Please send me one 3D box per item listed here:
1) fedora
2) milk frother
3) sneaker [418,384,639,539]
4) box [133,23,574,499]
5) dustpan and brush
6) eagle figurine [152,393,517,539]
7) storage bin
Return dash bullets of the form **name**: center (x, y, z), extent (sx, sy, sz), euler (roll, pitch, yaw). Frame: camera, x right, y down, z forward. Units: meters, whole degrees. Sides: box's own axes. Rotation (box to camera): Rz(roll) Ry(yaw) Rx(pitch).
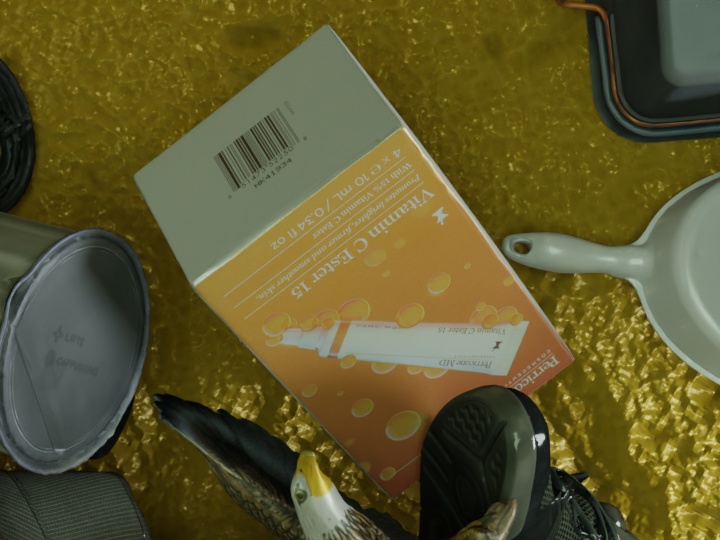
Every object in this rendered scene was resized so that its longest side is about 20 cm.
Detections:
- **fedora**: center (-0.152, 0.164, 1.017), extent (0.090, 0.201, 0.177), euler (-18, 47, -22)
- **milk frother**: center (-0.185, -0.016, 0.980), extent (0.187, 0.180, 0.202), euler (14, 85, 27)
- **sneaker**: center (0.091, 0.118, 1.011), extent (0.113, 0.201, 0.076), euler (-19, 49, -18)
- **box**: center (0.000, 0.000, 0.984), extent (0.124, 0.098, 0.200), euler (-37, 133, 3)
- **dustpan and brush**: center (0.177, -0.003, 1.057), extent (0.198, 0.057, 0.141), euler (9, 77, -9)
- **eagle figurine**: center (-0.025, 0.140, 0.938), extent (0.198, 0.151, 0.153), euler (2, 95, 28)
- **storage bin**: center (0.172, -0.171, 1.011), extent (0.144, 0.134, 0.202), euler (-4, 90, 1)
